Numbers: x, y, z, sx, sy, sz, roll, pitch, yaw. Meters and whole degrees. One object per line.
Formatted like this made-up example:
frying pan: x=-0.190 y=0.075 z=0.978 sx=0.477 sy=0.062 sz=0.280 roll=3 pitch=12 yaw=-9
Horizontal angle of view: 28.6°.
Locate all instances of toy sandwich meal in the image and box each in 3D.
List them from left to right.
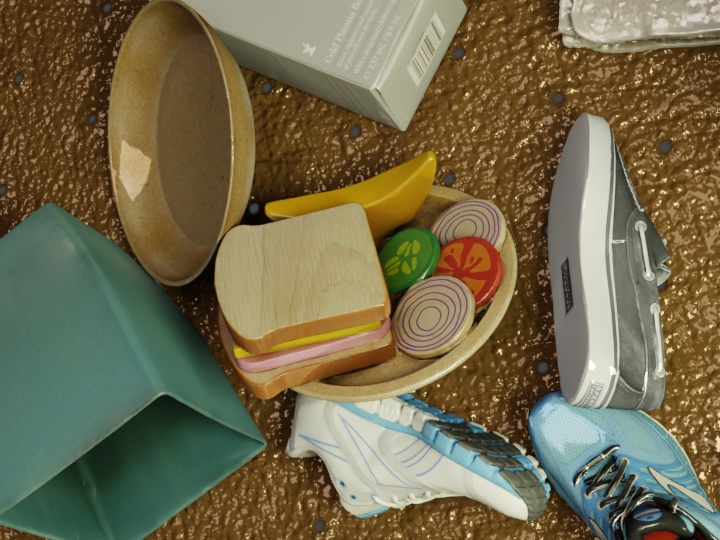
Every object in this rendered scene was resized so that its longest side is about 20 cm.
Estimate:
toy sandwich meal: x=0.000 y=0.000 z=0.915 sx=0.204 sy=0.070 sz=0.206 roll=-12 pitch=45 yaw=12

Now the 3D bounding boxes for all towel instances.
towel: x=0.229 y=-0.215 z=0.940 sx=0.199 sy=0.034 sz=0.133 roll=-3 pitch=76 yaw=20

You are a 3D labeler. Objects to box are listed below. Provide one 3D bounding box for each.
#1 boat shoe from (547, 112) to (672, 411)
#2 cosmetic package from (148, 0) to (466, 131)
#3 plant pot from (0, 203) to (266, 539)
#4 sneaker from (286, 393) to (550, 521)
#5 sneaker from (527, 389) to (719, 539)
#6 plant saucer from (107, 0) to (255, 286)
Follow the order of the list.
boat shoe: x=0.162 y=-0.006 z=0.896 sx=0.067 sy=0.072 sz=0.201 roll=8 pitch=60 yaw=-12
cosmetic package: x=-0.038 y=-0.189 z=1.008 sx=0.199 sy=0.090 sz=0.107 roll=23 pitch=83 yaw=21
plant pot: x=-0.190 y=0.066 z=0.976 sx=0.141 sy=0.141 sz=0.200 roll=-37 pitch=59 yaw=8
sneaker: x=0.031 y=0.127 z=0.910 sx=0.199 sy=0.075 sz=0.087 roll=23 pitch=95 yaw=38
sneaker: x=0.173 y=0.140 z=0.837 sx=0.078 sy=0.090 sz=0.200 roll=-46 pitch=62 yaw=4
plant saucer: x=-0.123 y=-0.091 z=0.997 sx=0.200 sy=0.035 sz=0.202 roll=12 pitch=104 yaw=56
